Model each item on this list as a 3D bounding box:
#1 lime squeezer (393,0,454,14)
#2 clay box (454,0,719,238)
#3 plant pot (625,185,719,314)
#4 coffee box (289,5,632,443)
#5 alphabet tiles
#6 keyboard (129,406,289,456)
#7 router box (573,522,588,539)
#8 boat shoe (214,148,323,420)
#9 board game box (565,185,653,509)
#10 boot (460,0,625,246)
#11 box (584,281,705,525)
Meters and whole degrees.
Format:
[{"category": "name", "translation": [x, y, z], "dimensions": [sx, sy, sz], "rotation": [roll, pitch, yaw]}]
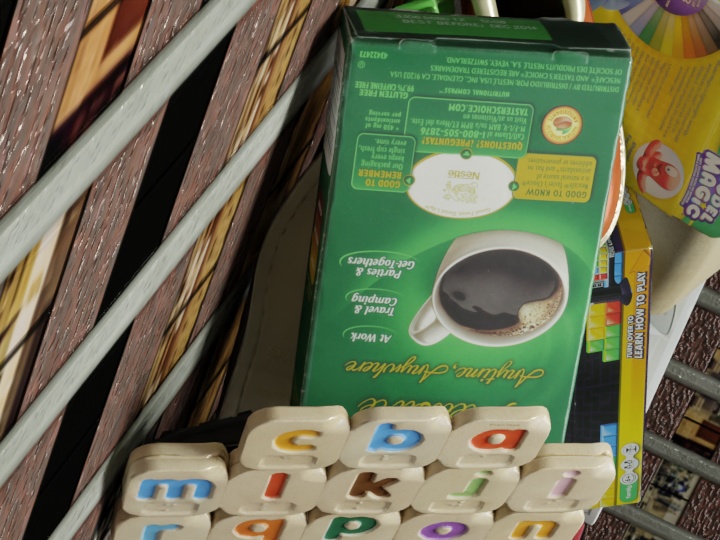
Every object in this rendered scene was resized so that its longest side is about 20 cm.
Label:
[{"category": "lime squeezer", "translation": [0.038, -0.099, 1.183], "dimensions": [0.038, 0.071, 0.200], "rotation": [-32, -142, 18]}, {"category": "clay box", "translation": [0.128, -0.115, 1.273], "dimensions": [0.048, 0.200, 0.115], "rotation": [-29, 150, -47]}, {"category": "plant pot", "translation": [0.170, -0.100, 1.433], "dimensions": [0.200, 0.200, 0.177], "rotation": [-35, 154, -38]}, {"category": "coffee box", "translation": [0.038, -0.009, 1.101], "dimensions": [0.044, 0.122, 0.201], "rotation": [-106, -160, -62]}, {"category": "alphabet tiles", "translation": [-0.001, 0.095, 1.074], "dimensions": [0.196, 0.199, 0.015], "rotation": [111, -23, -62]}, {"category": "keyboard", "translation": [-0.014, 0.098, 1.125], "dimensions": [0.200, 0.126, 0.021], "rotation": [61, 24, -64]}, {"category": "router box", "translation": [0.036, 0.175, 1.688], "dimensions": [0.150, 0.199, 0.062], "rotation": [109, 6, -51]}, {"category": "boat shoe", "translation": [-0.018, 0.014, 1.168], "dimensions": [0.060, 0.072, 0.201], "rotation": [-94, -157, -70]}, {"category": "board game box", "translation": [0.069, 0.052, 1.399], "dimensions": [0.057, 0.164, 0.201], "rotation": [-103, -174, -46]}, {"category": "boot", "translation": [0.081, -0.088, 1.207], "dimensions": [0.107, 0.075, 0.201], "rotation": [-93, 169, -70]}, {"category": "box", "translation": [0.091, 0.027, 1.582], "dimensions": [0.177, 0.199, 0.097], "rotation": [-60, 173, -32]}]
